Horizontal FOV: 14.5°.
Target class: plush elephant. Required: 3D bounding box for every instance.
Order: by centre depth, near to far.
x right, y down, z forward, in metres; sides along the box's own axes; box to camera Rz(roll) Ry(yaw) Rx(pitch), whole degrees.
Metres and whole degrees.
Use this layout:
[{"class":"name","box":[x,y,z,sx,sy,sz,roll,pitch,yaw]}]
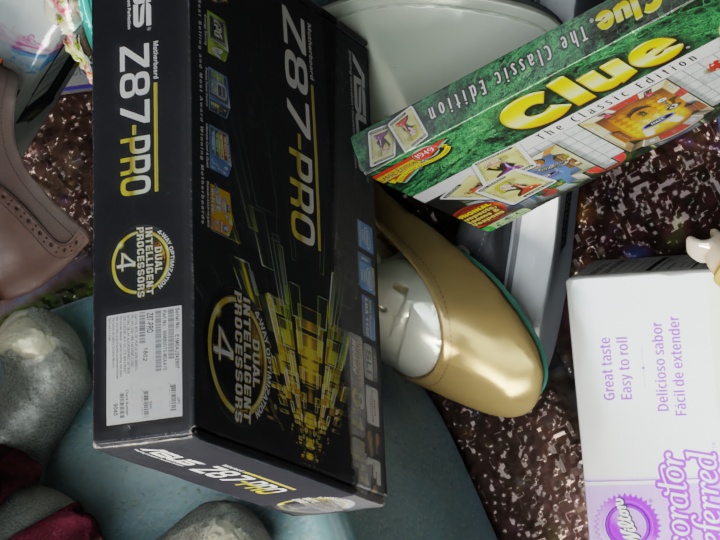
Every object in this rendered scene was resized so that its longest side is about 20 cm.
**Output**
[{"class":"plush elephant","box":[-0.168,0.114,1.107,0.200,0.155,0.165,-44,66,10]}]

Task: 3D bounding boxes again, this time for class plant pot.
[{"class":"plant pot","box":[-0.065,0.100,1.251,0.196,0.196,0.200,-19,83,20]}]

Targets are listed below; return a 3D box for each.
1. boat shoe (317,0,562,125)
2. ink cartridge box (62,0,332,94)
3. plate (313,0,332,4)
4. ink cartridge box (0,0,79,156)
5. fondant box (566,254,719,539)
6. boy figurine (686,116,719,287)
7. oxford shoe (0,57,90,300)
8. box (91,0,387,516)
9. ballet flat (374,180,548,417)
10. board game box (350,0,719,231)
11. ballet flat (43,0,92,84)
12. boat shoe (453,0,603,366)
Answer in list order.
[{"class":"boat shoe","box":[-0.001,-0.091,1.211,0.200,0.062,0.073,-8,115,22]},{"class":"ink cartridge box","box":[-0.096,-0.186,1.278,0.198,0.043,0.200,-5,100,19]},{"class":"plate","box":[-0.079,-0.194,1.235,0.200,0.026,0.200,4,104,18]},{"class":"ink cartridge box","box":[-0.180,-0.141,1.221,0.146,0.083,0.200,36,113,2]},{"class":"fondant box","box":[0.197,0.064,1.223,0.200,0.058,0.144,-3,98,19]},{"class":"boy figurine","box":[0.196,-0.020,1.156,0.124,0.064,0.200,-22,59,6]},{"class":"oxford shoe","box":[-0.184,-0.077,1.173,0.072,0.071,0.200,-29,90,-12]},{"class":"box","box":[-0.046,-0.016,1.083,0.049,0.161,0.200,-9,72,22]},{"class":"ballet flat","box":[0.000,0.000,1.235,0.200,0.063,0.069,46,135,33]},{"class":"board game box","box":[0.106,-0.076,1.130,0.200,0.105,0.023,-27,62,25]},{"class":"ballet flat","box":[-0.094,-0.091,1.149,0.064,0.076,0.200,14,137,41]},{"class":"boat shoe","box":[0.063,-0.052,1.244,0.066,0.070,0.200,10,110,14]}]
